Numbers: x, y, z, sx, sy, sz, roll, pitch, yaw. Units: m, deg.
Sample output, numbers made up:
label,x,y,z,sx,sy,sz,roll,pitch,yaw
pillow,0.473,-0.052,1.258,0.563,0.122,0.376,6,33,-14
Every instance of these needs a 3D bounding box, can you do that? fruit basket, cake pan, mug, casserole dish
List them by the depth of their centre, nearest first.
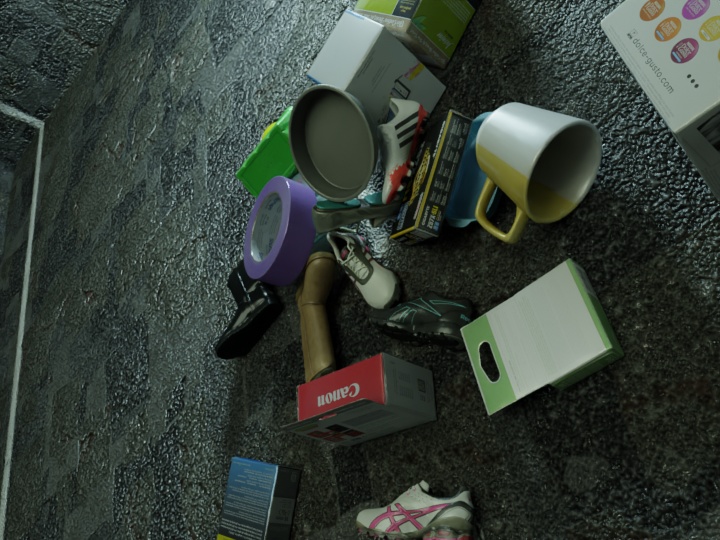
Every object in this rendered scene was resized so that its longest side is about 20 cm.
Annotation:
label,x,y,z,sx,sy,sz,roll,pitch,yaw
mug,0.235,-0.160,0.969,0.186,0.150,0.153,-42,45,-5
casserole dish,0.198,-0.163,1.106,0.119,0.038,0.206,9,79,48
cake pan,-0.045,-0.224,1.157,0.196,0.036,0.206,20,123,33
fruit basket,-0.174,-0.263,1.490,0.215,0.156,0.216,-44,2,2

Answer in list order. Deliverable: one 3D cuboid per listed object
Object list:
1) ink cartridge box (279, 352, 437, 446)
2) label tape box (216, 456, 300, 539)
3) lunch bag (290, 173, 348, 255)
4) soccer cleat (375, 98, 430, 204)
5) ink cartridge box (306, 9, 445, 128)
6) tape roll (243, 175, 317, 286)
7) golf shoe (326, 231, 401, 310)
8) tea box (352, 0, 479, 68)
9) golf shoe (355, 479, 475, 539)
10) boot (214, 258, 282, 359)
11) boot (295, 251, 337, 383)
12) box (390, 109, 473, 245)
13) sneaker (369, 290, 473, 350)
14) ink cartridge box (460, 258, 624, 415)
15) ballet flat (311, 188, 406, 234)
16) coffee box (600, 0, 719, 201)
label,x,y,z,sx,sy,sz,roll,pitch,yaw
ink cartridge box,-0.007,0.207,1.050,0.197,0.174,0.086,-26,55,35
label tape box,-0.194,0.460,1.214,0.142,0.063,0.206,-6,69,44
lunch bag,-0.099,-0.124,1.367,0.159,0.076,0.205,-33,51,31
soccer cleat,0.059,-0.212,1.158,0.069,0.083,0.205,112,177,-73
ink cartridge box,0.031,-0.357,1.246,0.146,0.198,0.147,-55,43,8
tape roll,-0.158,-0.076,1.285,0.199,0.064,0.206,-33,49,48
golf shoe,0.000,0.000,1.203,0.078,0.087,0.201,-52,45,12
tea box,0.113,-0.531,1.288,0.199,0.132,0.200,36,98,48
golf shoe,0.081,0.361,0.972,0.195,0.072,0.095,-11,58,32
boot,-0.260,0.075,1.450,0.198,0.073,0.164,-44,48,13
boot,-0.072,0.095,1.227,0.177,0.064,0.204,112,153,-50
box,0.118,-0.151,1.121,0.160,0.048,0.206,161,127,-80
sneaker,0.102,0.079,1.085,0.196,0.075,0.081,4,62,39
ink cartridge box,0.248,0.099,0.928,0.199,0.047,0.149,-38,49,29
ballet flat,0.006,-0.106,1.218,0.068,0.194,0.066,-119,22,-62
coffee box,0.440,-0.245,0.770,0.196,0.198,0.204,-36,50,27
